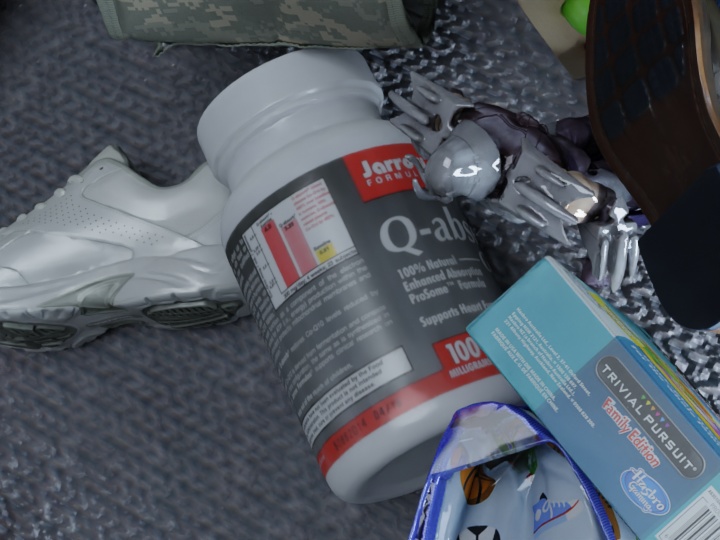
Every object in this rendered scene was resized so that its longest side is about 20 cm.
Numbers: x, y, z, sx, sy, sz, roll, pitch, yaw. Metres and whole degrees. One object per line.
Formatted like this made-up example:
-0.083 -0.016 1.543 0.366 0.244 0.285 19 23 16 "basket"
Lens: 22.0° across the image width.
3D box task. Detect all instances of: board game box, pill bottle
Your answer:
0.134 0.079 0.788 0.047 0.200 0.151 -42 70 8 "board game box"
0.000 0.000 0.896 0.115 0.116 0.201 -30 72 12 "pill bottle"

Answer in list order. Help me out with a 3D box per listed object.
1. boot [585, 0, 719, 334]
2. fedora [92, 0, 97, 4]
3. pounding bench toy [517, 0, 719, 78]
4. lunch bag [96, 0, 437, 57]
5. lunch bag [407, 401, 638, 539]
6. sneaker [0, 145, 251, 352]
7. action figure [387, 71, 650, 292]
0.156 -0.056 0.767 0.075 0.096 0.202 -42 46 44 "boot"
-0.086 -0.223 0.981 0.199 0.092 0.203 -4 78 19 "fedora"
0.117 -0.191 0.845 0.123 0.200 0.157 -20 73 15 "pounding bench toy"
-0.049 -0.198 0.854 0.162 0.118 0.202 3 119 16 "lunch bag"
0.092 0.160 0.806 0.123 0.170 0.202 -17 76 17 "lunch bag"
-0.147 -0.014 0.983 0.198 0.078 0.100 -6 71 9 "sneaker"
0.091 -0.043 0.827 0.130 0.199 0.070 48 124 28 "action figure"
